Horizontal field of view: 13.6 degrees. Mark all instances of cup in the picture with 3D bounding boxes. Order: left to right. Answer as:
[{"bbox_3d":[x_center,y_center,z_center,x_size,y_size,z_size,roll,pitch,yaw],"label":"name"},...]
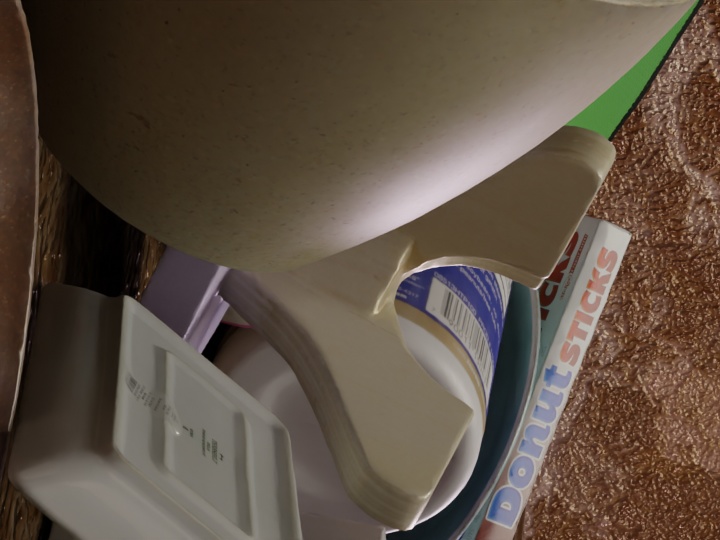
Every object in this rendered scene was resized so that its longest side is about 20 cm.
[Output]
[{"bbox_3d":[-0.019,-0.085,0.864,0.144,0.200,0.200,-56,-175,26],"label":"cup"}]

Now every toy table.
[{"bbox_3d":[0.000,0.000,1.033,0.184,0.117,0.200,-59,177,-36],"label":"toy table"}]

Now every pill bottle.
[{"bbox_3d":[0.007,0.009,1.325,0.200,0.119,0.120,-75,170,-53],"label":"pill bottle"}]

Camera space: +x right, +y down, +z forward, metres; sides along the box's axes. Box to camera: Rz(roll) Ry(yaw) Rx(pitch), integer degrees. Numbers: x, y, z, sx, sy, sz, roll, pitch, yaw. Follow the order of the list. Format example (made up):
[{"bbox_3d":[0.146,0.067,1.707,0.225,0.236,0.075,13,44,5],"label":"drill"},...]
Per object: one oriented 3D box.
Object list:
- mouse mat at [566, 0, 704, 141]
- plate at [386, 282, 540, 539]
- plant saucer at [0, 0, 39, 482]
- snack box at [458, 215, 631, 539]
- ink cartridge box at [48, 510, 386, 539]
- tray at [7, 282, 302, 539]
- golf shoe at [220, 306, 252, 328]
[{"bbox_3d":[0.090,-0.132,1.120,0.200,0.008,0.161,-57,140,0],"label":"mouse mat"},{"bbox_3d":[0.026,0.064,1.427,0.200,0.025,0.201,-35,-137,41],"label":"plate"},{"bbox_3d":[-0.118,0.021,0.716,0.200,0.034,0.201,10,90,-83],"label":"plant saucer"},{"bbox_3d":[0.063,0.066,1.417,0.072,0.024,0.201,17,-95,56],"label":"snack box"},{"bbox_3d":[-0.049,0.131,1.051,0.200,0.115,0.068,86,15,-62],"label":"ink cartridge box"},{"bbox_3d":[-0.051,0.056,0.877,0.022,0.107,0.200,-48,-168,9],"label":"tray"},{"bbox_3d":[-0.023,-0.075,1.201,0.092,0.075,0.201,84,15,-51],"label":"golf shoe"}]
